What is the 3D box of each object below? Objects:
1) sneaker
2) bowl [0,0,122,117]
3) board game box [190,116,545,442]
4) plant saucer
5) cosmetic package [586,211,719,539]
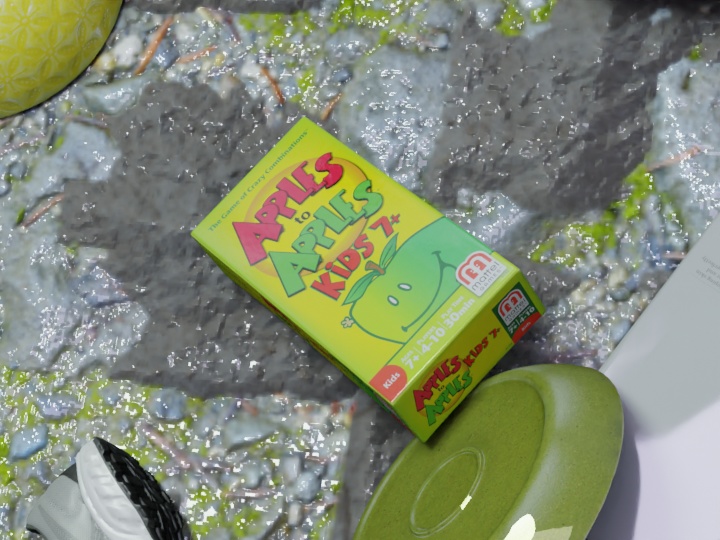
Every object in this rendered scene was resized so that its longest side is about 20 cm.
[{"bbox_3d":[-0.121,0.191,0.978,0.079,0.074,0.200,-40,61,6],"label":"sneaker"},{"bbox_3d":[-0.262,-0.209,1.128,0.199,0.108,0.201,-4,69,10],"label":"bowl"},{"bbox_3d":[0.000,0.000,0.996,0.102,0.048,0.200,-47,49,-6],"label":"board game box"},{"bbox_3d":[0.054,0.123,0.904,0.031,0.200,0.200,39,80,-18],"label":"plant saucer"},{"bbox_3d":[0.186,0.081,0.943,0.113,0.081,0.200,37,82,22],"label":"cosmetic package"}]
